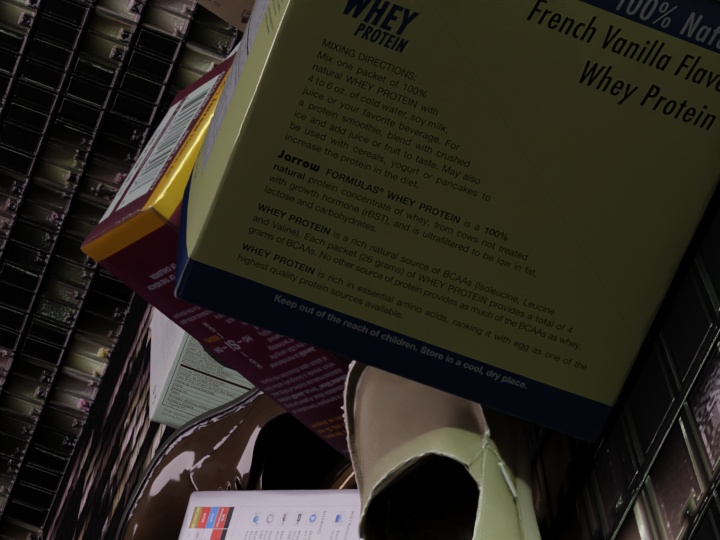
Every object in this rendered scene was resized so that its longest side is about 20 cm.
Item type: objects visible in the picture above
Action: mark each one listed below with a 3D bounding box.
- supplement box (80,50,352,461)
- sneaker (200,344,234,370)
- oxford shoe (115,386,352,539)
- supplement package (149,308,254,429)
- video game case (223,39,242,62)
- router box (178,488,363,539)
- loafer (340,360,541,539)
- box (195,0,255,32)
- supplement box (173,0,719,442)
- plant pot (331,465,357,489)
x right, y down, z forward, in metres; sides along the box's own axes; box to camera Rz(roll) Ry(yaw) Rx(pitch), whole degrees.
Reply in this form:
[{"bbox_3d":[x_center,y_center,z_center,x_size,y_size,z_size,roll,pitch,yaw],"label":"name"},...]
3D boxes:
[{"bbox_3d":[-0.024,-0.001,1.126,0.086,0.200,0.111,-24,32,56],"label":"supplement box"},{"bbox_3d":[0.000,0.000,1.269,0.199,0.074,0.080,-24,4,4],"label":"sneaker"},{"bbox_3d":[-0.067,0.116,1.221,0.200,0.073,0.085,-45,18,20],"label":"oxford shoe"},{"bbox_3d":[-0.036,-0.001,1.425,0.191,0.146,0.201,-108,39,-73],"label":"supplement package"},{"bbox_3d":[-0.046,-0.139,1.344,0.200,0.018,0.143,-48,16,24],"label":"video game case"},{"bbox_3d":[-0.029,0.203,1.037,0.179,0.049,0.201,-5,60,42],"label":"router box"},{"bbox_3d":[0.033,0.092,0.963,0.075,0.068,0.201,-35,43,14],"label":"loafer"},{"bbox_3d":[-0.020,-0.229,1.233,0.200,0.078,0.095,-49,13,40],"label":"box"},{"bbox_3d":[0.045,-0.068,0.968,0.134,0.199,0.201,-97,28,-68],"label":"supplement box"},{"bbox_3d":[0.001,0.134,1.176,0.200,0.027,0.200,-46,16,17],"label":"plant pot"}]
